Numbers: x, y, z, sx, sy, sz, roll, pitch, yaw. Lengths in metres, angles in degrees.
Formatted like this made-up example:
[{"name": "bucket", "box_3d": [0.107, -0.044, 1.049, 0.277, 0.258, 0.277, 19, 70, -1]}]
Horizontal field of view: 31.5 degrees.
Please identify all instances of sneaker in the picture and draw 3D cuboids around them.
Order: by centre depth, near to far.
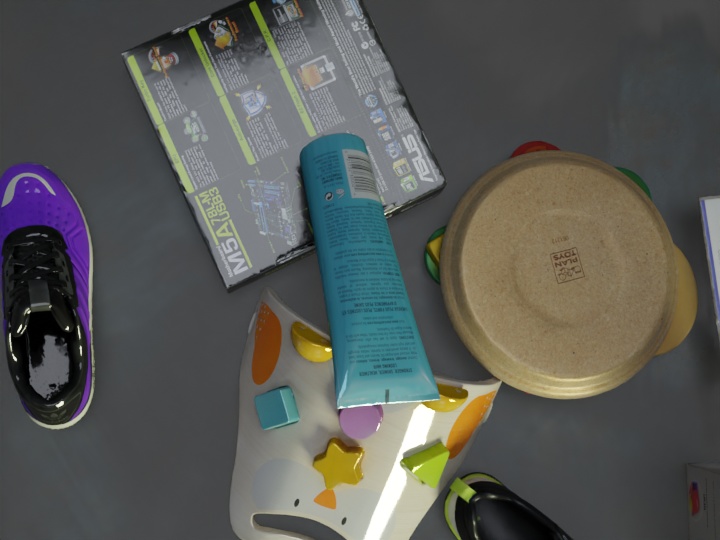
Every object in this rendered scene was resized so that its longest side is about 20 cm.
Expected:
[{"name": "sneaker", "box_3d": [-0.230, 0.014, 0.933, 0.069, 0.100, 0.203, -9, 85, -8]}, {"name": "sneaker", "box_3d": [0.138, 0.229, 0.950, 0.199, 0.083, 0.072, 39, 82, 0]}]

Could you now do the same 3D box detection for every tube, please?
[{"name": "tube", "box_3d": [0.000, 0.000, 0.906, 0.077, 0.050, 0.202, -5, 65, -18]}]

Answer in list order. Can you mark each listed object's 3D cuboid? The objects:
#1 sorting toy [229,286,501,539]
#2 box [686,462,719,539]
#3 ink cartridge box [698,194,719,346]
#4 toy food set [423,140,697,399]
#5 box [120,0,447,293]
[{"name": "sorting toy", "box_3d": [-0.014, 0.137, 0.954, 0.198, 0.107, 0.182, 21, 100, -2]}, {"name": "box", "box_3d": [0.287, 0.219, 0.904, 0.041, 0.200, 0.158, 0, 84, -8]}, {"name": "ink cartridge box", "box_3d": [0.371, 0.029, 1.014, 0.197, 0.047, 0.200, -7, 87, -4]}, {"name": "toy food set", "box_3d": [0.155, -0.001, 0.992, 0.199, 0.049, 0.199, -30, 85, -11]}, {"name": "box", "box_3d": [-0.059, -0.113, 0.991, 0.192, 0.048, 0.202, -26, 87, -5]}]
